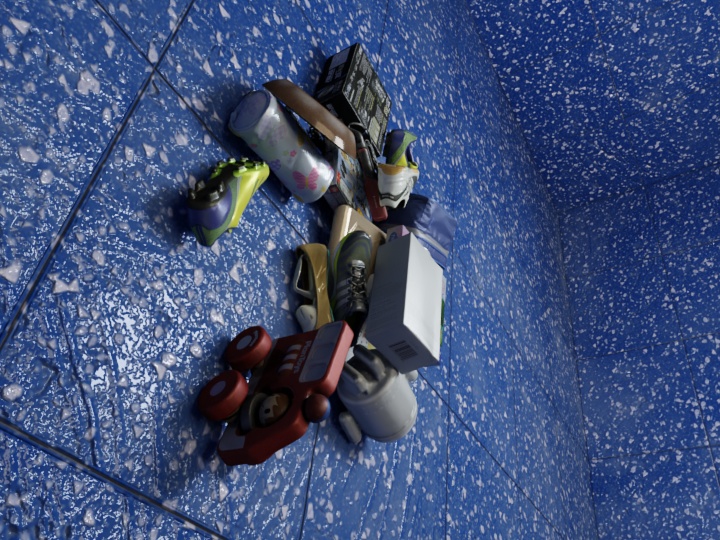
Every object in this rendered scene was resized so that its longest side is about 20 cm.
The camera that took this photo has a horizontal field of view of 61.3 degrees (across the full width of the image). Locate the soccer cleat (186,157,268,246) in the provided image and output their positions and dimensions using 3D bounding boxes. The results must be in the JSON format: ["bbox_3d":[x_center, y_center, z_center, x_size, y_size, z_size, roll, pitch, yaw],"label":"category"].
[{"bbox_3d":[-0.188,-0.103,0.871,0.201,0.063,0.086,-61,154,-58],"label":"soccer cleat"}]

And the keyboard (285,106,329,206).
[{"bbox_3d":[-0.087,-0.226,1.145,0.201,0.039,0.106,54,34,-37],"label":"keyboard"}]

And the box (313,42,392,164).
[{"bbox_3d":[-0.014,-0.352,1.296,0.165,0.084,0.204,52,35,-36],"label":"box"}]

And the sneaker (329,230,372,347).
[{"bbox_3d":[-0.010,0.036,1.015,0.072,0.081,0.206,2,105,-28],"label":"sneaker"}]

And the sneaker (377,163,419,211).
[{"bbox_3d":[0.069,-0.166,1.217,0.200,0.073,0.091,-27,124,-71],"label":"sneaker"}]

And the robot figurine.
[{"bbox_3d":[0.030,0.217,1.046,0.169,0.112,0.202,-42,129,-13],"label":"robot figurine"}]

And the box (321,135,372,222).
[{"bbox_3d":[-0.024,-0.158,1.187,0.201,0.039,0.140,57,29,-53],"label":"box"}]

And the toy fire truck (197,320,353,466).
[{"bbox_3d":[-0.101,0.152,0.783,0.114,0.164,0.202,57,32,-27],"label":"toy fire truck"}]

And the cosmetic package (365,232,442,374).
[{"bbox_3d":[0.078,0.051,1.020,0.113,0.080,0.203,46,35,-32],"label":"cosmetic package"}]

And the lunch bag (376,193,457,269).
[{"bbox_3d":[0.122,-0.075,1.344,0.199,0.133,0.136,29,77,-52],"label":"lunch bag"}]

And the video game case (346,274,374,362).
[{"bbox_3d":[0.042,0.142,1.156,0.201,0.022,0.185,49,54,-40],"label":"video game case"}]

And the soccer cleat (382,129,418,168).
[{"bbox_3d":[0.084,-0.212,1.348,0.065,0.081,0.205,-77,174,-55],"label":"soccer cleat"}]

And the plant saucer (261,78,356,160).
[{"bbox_3d":[-0.077,-0.261,1.021,0.199,0.037,0.201,39,8,-6],"label":"plant saucer"}]

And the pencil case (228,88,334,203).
[{"bbox_3d":[-0.127,-0.197,0.996,0.200,0.089,0.085,44,23,-44],"label":"pencil case"}]

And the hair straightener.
[{"bbox_3d":[0.017,-0.206,1.229,0.078,0.040,0.204,-71,144,-57],"label":"hair straightener"}]

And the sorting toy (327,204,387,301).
[{"bbox_3d":[0.000,0.000,1.153,0.198,0.036,0.191,29,66,-47],"label":"sorting toy"}]

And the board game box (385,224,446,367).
[{"bbox_3d":[0.105,0.052,1.193,0.200,0.040,0.204,45,43,-43],"label":"board game box"}]

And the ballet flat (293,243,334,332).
[{"bbox_3d":[-0.083,0.051,1.004,0.061,0.068,0.206,9,62,-29],"label":"ballet flat"}]
